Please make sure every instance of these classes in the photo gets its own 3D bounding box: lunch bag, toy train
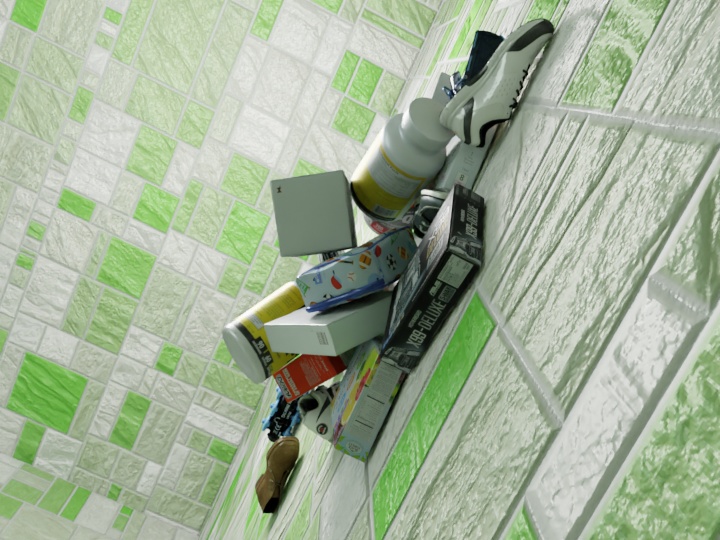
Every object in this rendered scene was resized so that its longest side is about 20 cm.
[{"bbox_3d":[0.000,0.000,1.122,0.158,0.077,0.199,-23,1,35],"label":"lunch bag"},{"bbox_3d":[-0.181,0.339,1.833,0.203,0.085,0.115,-65,-2,25],"label":"toy train"}]

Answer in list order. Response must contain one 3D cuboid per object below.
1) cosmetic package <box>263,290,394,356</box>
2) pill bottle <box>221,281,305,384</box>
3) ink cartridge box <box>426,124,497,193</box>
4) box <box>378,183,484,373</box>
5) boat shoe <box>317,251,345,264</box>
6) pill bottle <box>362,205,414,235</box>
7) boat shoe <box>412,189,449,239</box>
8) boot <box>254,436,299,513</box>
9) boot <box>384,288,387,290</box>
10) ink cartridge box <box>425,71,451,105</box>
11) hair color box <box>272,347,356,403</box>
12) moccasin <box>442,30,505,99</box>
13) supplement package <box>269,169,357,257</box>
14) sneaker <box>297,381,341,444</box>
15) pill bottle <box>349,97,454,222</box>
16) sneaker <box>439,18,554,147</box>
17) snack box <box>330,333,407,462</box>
[{"bbox_3d":[-0.038,0.079,1.123,0.149,0.053,0.198,-25,10,-33],"label":"cosmetic package"},{"bbox_3d":[-0.129,0.092,1.254,0.199,0.115,0.114,-36,-5,-23],"label":"pill bottle"},{"bbox_3d":[0.170,-0.211,1.140,0.163,0.056,0.204,-132,61,-83],"label":"ink cartridge box"},{"bbox_3d":[0.095,0.010,0.956,0.159,0.049,0.202,-75,11,-53],"label":"box"},{"bbox_3d":[-0.032,0.034,1.308,0.072,0.203,0.067,-28,3,5],"label":"boat shoe"},{"bbox_3d":[0.080,-0.156,1.324,0.201,0.112,0.116,120,172,-56],"label":"pill bottle"},{"bbox_3d":[0.114,-0.080,1.078,0.200,0.071,0.063,176,105,-85],"label":"boat shoe"},{"bbox_3d":[-0.172,0.439,1.553,0.076,0.072,0.203,-109,36,-53],"label":"boot"},{"bbox_3d":[0.028,-0.006,1.409,0.076,0.074,0.200,-46,11,-1],"label":"boot"},{"bbox_3d":[0.134,-0.254,1.395,0.200,0.083,0.147,-53,14,56],"label":"ink cartridge box"},{"bbox_3d":[-0.062,0.157,1.262,0.110,0.065,0.200,-28,-7,-37],"label":"hair color box"},{"bbox_3d":[0.184,-0.320,1.262,0.203,0.067,0.081,-64,-6,-10],"label":"moccasin"},{"bbox_3d":[-0.069,-0.086,1.171,0.200,0.114,0.120,-21,-76,-87],"label":"supplement package"},{"bbox_3d":[-0.065,0.233,1.285,0.200,0.087,0.075,-104,38,-81],"label":"sneaker"},{"bbox_3d":[0.067,-0.173,1.139,0.200,0.110,0.114,-51,16,51],"label":"pill bottle"},{"bbox_3d":[0.203,-0.258,1.017,0.200,0.080,0.073,-48,-17,22],"label":"sneaker"},{"bbox_3d":[0.007,0.173,1.064,0.145,0.052,0.200,-64,6,4],"label":"snack box"}]
